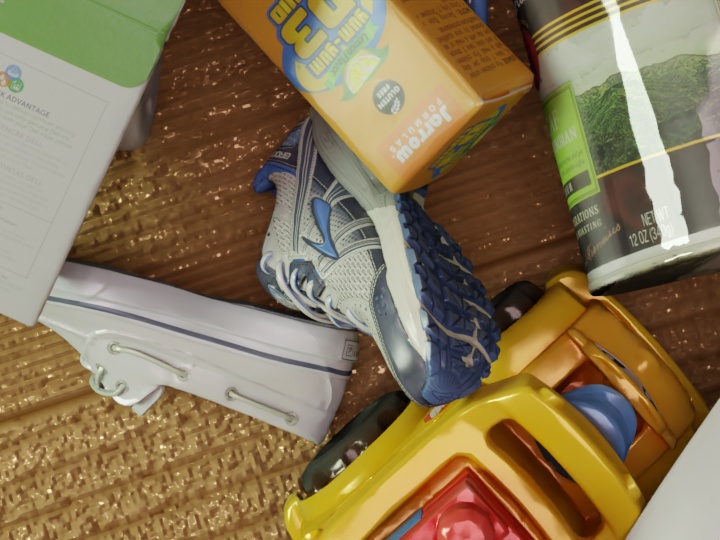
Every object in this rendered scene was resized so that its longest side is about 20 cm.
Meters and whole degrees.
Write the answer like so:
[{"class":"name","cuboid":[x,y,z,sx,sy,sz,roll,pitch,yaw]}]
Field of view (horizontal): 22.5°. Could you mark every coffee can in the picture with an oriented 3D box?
[{"class":"coffee can","cuboid":[0.148,-0.103,0.820,0.146,0.146,0.200,-15,83,0]}]

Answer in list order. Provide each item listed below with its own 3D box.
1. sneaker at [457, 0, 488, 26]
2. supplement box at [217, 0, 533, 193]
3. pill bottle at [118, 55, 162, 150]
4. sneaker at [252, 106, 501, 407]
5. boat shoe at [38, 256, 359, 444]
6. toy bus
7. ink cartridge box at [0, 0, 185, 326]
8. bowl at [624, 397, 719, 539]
[{"class":"sneaker","cuboid":[0.026,-0.168,0.862,0.074,0.082,0.201,-6,102,26]},{"class":"supplement box","cuboid":[-0.018,-0.131,0.809,0.200,0.069,0.067,47,117,5]},{"class":"pill bottle","cuboid":[-0.197,-0.120,0.846,0.199,0.120,0.120,3,90,0]},{"class":"sneaker","cuboid":[0.000,0.000,0.834,0.085,0.200,0.077,-37,129,14]},{"class":"boat shoe","cuboid":[-0.102,0.037,0.869,0.199,0.074,0.067,13,90,0]},{"class":"toy bus","cuboid":[0.065,0.099,0.810,0.200,0.192,0.136,-42,89,1]},{"class":"ink cartridge box","cuboid":[-0.143,-0.086,0.761,0.104,0.059,0.200,24,115,-10]},{"class":"bowl","cuboid":[0.211,0.127,0.811,0.075,0.200,0.200,35,90,41]}]
